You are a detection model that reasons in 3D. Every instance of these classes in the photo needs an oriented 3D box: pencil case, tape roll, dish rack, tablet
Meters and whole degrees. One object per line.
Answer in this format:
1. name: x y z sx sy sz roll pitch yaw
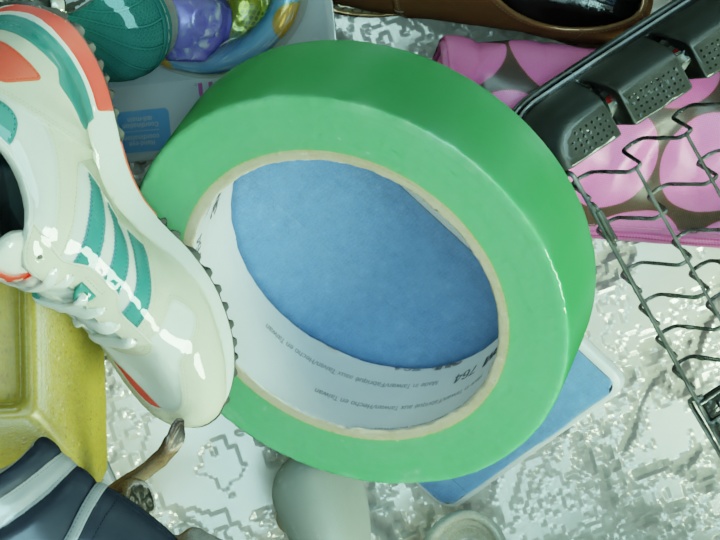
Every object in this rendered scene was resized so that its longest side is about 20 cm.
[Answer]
1. pencil case: 0.120 -0.052 1.064 0.198 0.091 0.094 3 79 -11
2. tape roll: 0.000 0.000 1.002 0.199 0.048 0.201 12 127 15
3. dish rack: 0.173 -0.019 1.012 0.153 0.055 0.201 -32 103 -7
4. tablet: 0.009 0.015 1.052 0.200 0.014 0.130 42 129 -11

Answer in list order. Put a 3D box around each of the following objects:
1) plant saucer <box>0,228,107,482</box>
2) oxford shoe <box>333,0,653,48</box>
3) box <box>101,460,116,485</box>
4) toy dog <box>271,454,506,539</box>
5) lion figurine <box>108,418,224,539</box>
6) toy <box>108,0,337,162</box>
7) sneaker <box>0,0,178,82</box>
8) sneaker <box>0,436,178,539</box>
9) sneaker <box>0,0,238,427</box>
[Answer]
1. plant saucer: -0.210 -0.002 1.008 0.198 0.048 0.202 -2 82 -7
2. oxford shoe: 0.037 -0.143 1.046 0.198 0.071 0.072 9 97 -1
3. box: -0.192 0.156 1.057 0.199 0.041 0.157 -25 100 -7
4. toy dog: -0.014 0.193 1.062 0.131 0.096 0.201 25 56 -22
5. lion figurine: -0.095 0.171 1.016 0.072 0.122 0.202 0 80 -33
6. toy: -0.076 -0.150 1.022 0.114 0.047 0.202 -4 94 17
7. sneaker: -0.178 -0.122 0.990 0.199 0.080 0.072 23 127 2
8. sneaker: -0.162 0.157 0.926 0.108 0.070 0.200 44 90 -2
9. sneaker: -0.125 -0.006 0.961 0.093 0.070 0.201 -45 120 -42
